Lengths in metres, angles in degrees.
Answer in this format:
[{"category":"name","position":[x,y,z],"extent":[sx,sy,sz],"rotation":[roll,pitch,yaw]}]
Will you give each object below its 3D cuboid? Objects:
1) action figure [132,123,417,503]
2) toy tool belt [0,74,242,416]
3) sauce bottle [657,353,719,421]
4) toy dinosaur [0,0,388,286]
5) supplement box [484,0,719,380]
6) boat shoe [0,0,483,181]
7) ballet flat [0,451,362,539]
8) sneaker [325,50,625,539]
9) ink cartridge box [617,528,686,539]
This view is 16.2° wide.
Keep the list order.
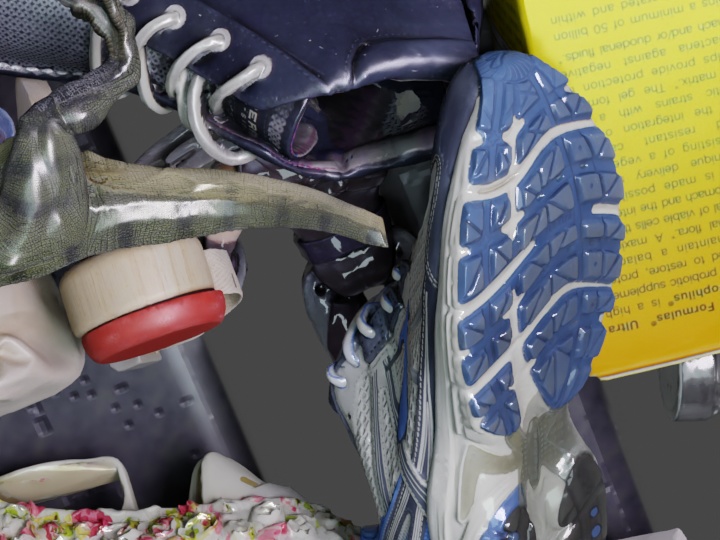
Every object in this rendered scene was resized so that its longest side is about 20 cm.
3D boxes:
[{"category":"action figure","position":[0.000,0.000,0.858],"extent":[0.129,0.069,0.201],"rotation":[-22,104,9]},{"category":"toy tool belt","position":[-0.146,-0.009,0.806],"extent":[0.199,0.125,0.124],"rotation":[-21,84,24]},{"category":"sauce bottle","position":[0.204,0.025,0.883],"extent":[0.198,0.066,0.067],"rotation":[-1,107,-5]},{"category":"toy dinosaur","position":[-0.097,-0.034,0.738],"extent":[0.198,0.047,0.089],"rotation":[-9,82,-4]},{"category":"supplement box","position":[0.099,-0.084,0.817],"extent":[0.109,0.109,0.202],"rotation":[-13,108,-1]},{"category":"boat shoe","position":[-0.054,-0.074,0.774],"extent":[0.198,0.093,0.075],"rotation":[-7,141,-8]},{"category":"ballet flat","position":[-0.073,0.093,0.868],"extent":[0.198,0.064,0.076],"rotation":[0,149,2]},{"category":"sneaker","position":[0.025,0.025,0.779],"extent":[0.077,0.085,0.201],"rotation":[-25,126,-43]},{"category":"ink cartridge box","position":[0.061,0.187,0.860],"extent":[0.124,0.200,0.129],"rotation":[-12,108,17]}]
